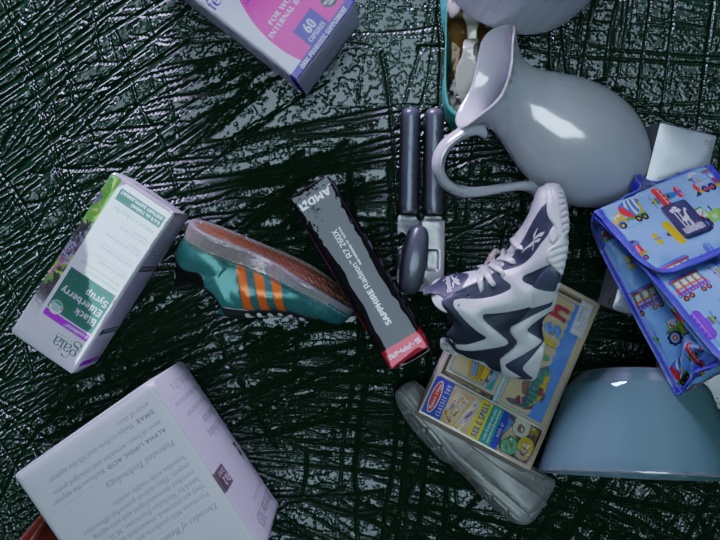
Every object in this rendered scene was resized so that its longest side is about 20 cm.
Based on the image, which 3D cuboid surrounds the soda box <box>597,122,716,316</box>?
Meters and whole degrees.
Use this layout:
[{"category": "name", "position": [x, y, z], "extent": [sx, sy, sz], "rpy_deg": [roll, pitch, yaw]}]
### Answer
[{"category": "soda box", "position": [0.312, -0.050, 1.025], "extent": [0.063, 0.068, 0.202], "rpy_deg": [13, 92, -1]}]

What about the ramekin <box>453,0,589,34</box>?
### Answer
[{"category": "ramekin", "position": [0.165, -0.336, 0.969], "extent": [0.199, 0.098, 0.202], "rpy_deg": [6, 69, -15]}]

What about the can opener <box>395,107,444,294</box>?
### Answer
[{"category": "can opener", "position": [0.067, -0.075, 1.032], "extent": [0.052, 0.066, 0.202], "rpy_deg": [1, 87, -7]}]

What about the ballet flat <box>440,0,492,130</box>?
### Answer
[{"category": "ballet flat", "position": [0.118, -0.244, 1.019], "extent": [0.067, 0.070, 0.202], "rpy_deg": [0, 92, 2]}]

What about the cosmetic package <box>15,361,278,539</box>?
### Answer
[{"category": "cosmetic package", "position": [-0.209, 0.228, 0.995], "extent": [0.164, 0.165, 0.201], "rpy_deg": [-34, 92, 2]}]

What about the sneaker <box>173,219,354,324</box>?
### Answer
[{"category": "sneaker", "position": [-0.106, 0.020, 1.039], "extent": [0.199, 0.071, 0.080], "rpy_deg": [25, 105, -1]}]

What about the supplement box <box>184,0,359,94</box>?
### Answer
[{"category": "supplement box", "position": [-0.110, -0.289, 1.005], "extent": [0.199, 0.103, 0.101], "rpy_deg": [37, 93, 1]}]

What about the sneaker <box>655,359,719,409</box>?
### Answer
[{"category": "sneaker", "position": [0.408, 0.112, 1.035], "extent": [0.199, 0.078, 0.100], "rpy_deg": [23, 99, 9]}]

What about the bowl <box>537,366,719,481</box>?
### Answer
[{"category": "bowl", "position": [0.281, 0.157, 0.984], "extent": [0.199, 0.201, 0.106], "rpy_deg": [2, 77, 1]}]

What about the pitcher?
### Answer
[{"category": "pitcher", "position": [0.182, -0.125, 0.984], "extent": [0.199, 0.121, 0.172], "rpy_deg": [28, 100, -22]}]

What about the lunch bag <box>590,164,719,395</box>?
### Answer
[{"category": "lunch bag", "position": [0.322, -0.009, 0.933], "extent": [0.150, 0.094, 0.201], "rpy_deg": [-23, 69, -19]}]

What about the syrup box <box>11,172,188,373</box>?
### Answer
[{"category": "syrup box", "position": [-0.274, 0.003, 1.029], "extent": [0.078, 0.081, 0.201], "rpy_deg": [33, 91, 0]}]

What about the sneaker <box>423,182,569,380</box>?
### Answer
[{"category": "sneaker", "position": [0.130, 0.005, 0.964], "extent": [0.128, 0.080, 0.201], "rpy_deg": [10, 113, 3]}]

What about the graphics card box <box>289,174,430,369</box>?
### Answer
[{"category": "graphics card box", "position": [0.000, 0.000, 1.003], "extent": [0.051, 0.125, 0.201], "rpy_deg": [-30, 93, 3]}]

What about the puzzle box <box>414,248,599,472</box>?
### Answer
[{"category": "puzzle box", "position": [0.157, 0.092, 1.023], "extent": [0.132, 0.025, 0.201], "rpy_deg": [27, 73, -1]}]

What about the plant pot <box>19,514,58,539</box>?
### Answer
[{"category": "plant pot", "position": [-0.309, 0.388, 1.000], "extent": [0.195, 0.201, 0.201], "rpy_deg": [39, 92, -9]}]

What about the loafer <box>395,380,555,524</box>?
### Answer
[{"category": "loafer", "position": [0.122, 0.186, 1.043], "extent": [0.200, 0.070, 0.070], "rpy_deg": [43, 75, 0]}]
